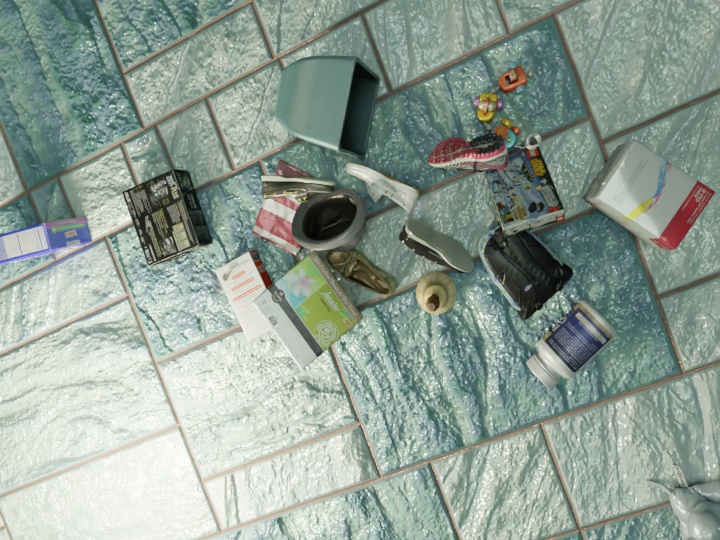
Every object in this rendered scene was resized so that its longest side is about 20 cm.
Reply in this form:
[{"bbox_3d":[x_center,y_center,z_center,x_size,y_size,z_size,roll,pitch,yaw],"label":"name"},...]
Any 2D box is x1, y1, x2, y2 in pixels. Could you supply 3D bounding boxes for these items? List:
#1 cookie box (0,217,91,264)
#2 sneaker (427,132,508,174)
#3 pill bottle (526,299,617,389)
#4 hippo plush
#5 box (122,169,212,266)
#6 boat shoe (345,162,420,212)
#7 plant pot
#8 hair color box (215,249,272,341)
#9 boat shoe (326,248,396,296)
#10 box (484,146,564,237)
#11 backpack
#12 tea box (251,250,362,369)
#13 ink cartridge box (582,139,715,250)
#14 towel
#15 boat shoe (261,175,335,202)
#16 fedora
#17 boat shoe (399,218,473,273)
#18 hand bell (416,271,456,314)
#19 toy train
[{"bbox_3d":[-0.857,-0.078,1.502,0.193,0.171,0.078,-12,98,11],"label":"cookie box"},{"bbox_3d":[0.246,-0.258,1.309,0.195,0.075,0.082,5,58,36],"label":"sneaker"},{"bbox_3d":[0.485,0.176,1.310,0.111,0.111,0.200,44,101,3],"label":"pill bottle"},{"bbox_3d":[0.789,0.559,1.269,0.157,0.161,0.203,-33,90,12],"label":"hippo plush"},{"bbox_3d":[-0.502,-0.137,1.472,0.159,0.086,0.206,-20,93,12],"label":"box"},{"bbox_3d":[0.045,-0.201,1.371,0.195,0.071,0.071,24,98,6],"label":"boat shoe"},{"bbox_3d":[-0.087,-0.390,1.321,0.194,0.196,0.202,15,99,16],"label":"plant pot"},{"bbox_3d":[-0.281,0.063,1.465,0.108,0.064,0.205,-25,93,11],"label":"hair color box"},{"bbox_3d":[0.000,0.000,1.405,0.196,0.063,0.075,27,101,7],"label":"boat shoe"},{"bbox_3d":[0.364,-0.181,1.270,0.133,0.040,0.205,-16,53,13],"label":"box"},{"bbox_3d":[0.361,-0.021,1.307,0.199,0.155,0.164,39,104,-16],"label":"backpack"},{"bbox_3d":[-0.130,0.093,1.372,0.195,0.134,0.202,-39,94,-7],"label":"tea box"},{"bbox_3d":[0.618,-0.164,1.231,0.197,0.145,0.147,34,101,5],"label":"ink cartridge box"},{"bbox_3d":[-0.185,-0.160,1.444,0.141,0.023,0.205,25,100,8],"label":"towel"},{"bbox_3d":[-0.153,-0.200,1.388,0.195,0.072,0.063,6,101,18],"label":"boat shoe"},{"bbox_3d":[-0.064,-0.109,1.376,0.194,0.091,0.182,-7,56,25],"label":"fedora"},{"bbox_3d":[0.183,-0.048,1.367,0.196,0.075,0.061,28,142,-10],"label":"boat shoe"},{"bbox_3d":[0.173,0.066,1.311,0.100,0.200,0.108,1,96,10],"label":"hand bell"},{"bbox_3d":[0.339,-0.371,1.293,0.146,0.055,0.207,-15,83,17],"label":"toy train"}]
